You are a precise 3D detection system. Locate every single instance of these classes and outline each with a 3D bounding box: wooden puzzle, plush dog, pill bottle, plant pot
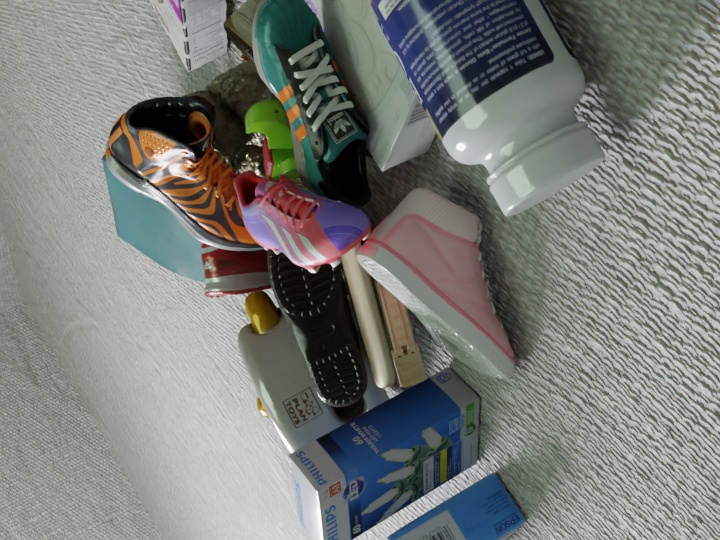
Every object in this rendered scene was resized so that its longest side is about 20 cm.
[{"bbox_3d":[0.000,0.000,1.102,0.200,0.037,0.188,-111,5,-71],"label":"wooden puzzle"},{"bbox_3d":[-0.147,-0.159,1.148,0.162,0.170,0.201,58,155,17],"label":"plush dog"},{"bbox_3d":[0.090,-0.146,0.751,0.202,0.110,0.111,62,155,8],"label":"pill bottle"},{"bbox_3d":[-0.225,-0.084,1.428,0.199,0.140,0.143,35,143,33],"label":"plant pot"}]

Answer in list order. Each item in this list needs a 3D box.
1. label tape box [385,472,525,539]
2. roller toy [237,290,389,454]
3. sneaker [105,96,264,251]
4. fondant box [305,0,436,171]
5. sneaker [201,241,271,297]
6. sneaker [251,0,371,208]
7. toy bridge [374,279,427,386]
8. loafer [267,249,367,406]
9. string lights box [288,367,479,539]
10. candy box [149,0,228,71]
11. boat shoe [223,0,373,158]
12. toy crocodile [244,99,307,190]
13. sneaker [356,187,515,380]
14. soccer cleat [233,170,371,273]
[{"bbox_3d":[0.081,0.312,1.148,0.066,0.142,0.201,54,153,23],"label":"label tape box"},{"bbox_3d":[-0.055,0.123,1.200,0.184,0.138,0.201,60,176,35],"label":"roller toy"},{"bbox_3d":[-0.151,-0.094,1.037,0.198,0.079,0.112,27,146,-16],"label":"sneaker"},{"bbox_3d":[0.005,-0.211,0.930,0.202,0.058,0.145,59,155,17],"label":"fondant box"},{"bbox_3d":[-0.095,-0.041,1.163,0.077,0.199,0.118,-5,95,36],"label":"sneaker"},{"bbox_3d":[-0.032,-0.144,0.923,0.080,0.071,0.202,33,150,50],"label":"sneaker"},{"bbox_3d":[0.032,0.032,1.026,0.201,0.027,0.068,-99,-6,-65],"label":"toy bridge"},{"bbox_3d":[-0.046,0.037,1.079,0.071,0.072,0.204,-100,-4,-86],"label":"loafer"},{"bbox_3d":[0.027,0.192,1.081,0.059,0.198,0.104,41,147,41],"label":"string lights box"},{"bbox_3d":[-0.204,-0.335,1.198,0.138,0.060,0.200,61,166,10],"label":"candy box"},{"bbox_3d":[-0.042,-0.192,1.027,0.200,0.065,0.072,43,172,4],"label":"boat shoe"},{"bbox_3d":[-0.074,-0.098,1.080,0.201,0.061,0.069,83,178,-63],"label":"toy crocodile"},{"bbox_3d":[0.092,0.008,0.953,0.200,0.105,0.075,43,162,-27],"label":"sneaker"},{"bbox_3d":[-0.059,-0.050,0.952,0.077,0.066,0.199,57,162,-21],"label":"soccer cleat"}]
